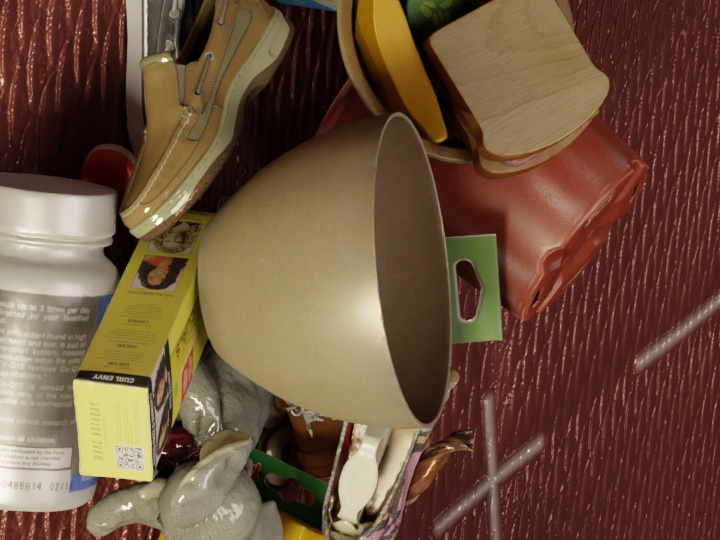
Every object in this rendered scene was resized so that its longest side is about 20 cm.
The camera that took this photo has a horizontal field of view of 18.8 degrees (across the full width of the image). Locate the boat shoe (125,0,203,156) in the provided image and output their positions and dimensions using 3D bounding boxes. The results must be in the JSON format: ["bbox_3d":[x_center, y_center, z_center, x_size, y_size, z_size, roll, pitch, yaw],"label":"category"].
[{"bbox_3d":[-0.116,-0.142,1.501,0.072,0.067,0.202,-22,118,-49],"label":"boat shoe"}]

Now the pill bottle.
[{"bbox_3d":[-0.213,0.043,1.388,0.113,0.113,0.202,-3,104,-53],"label":"pill bottle"}]

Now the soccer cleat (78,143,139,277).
[{"bbox_3d":[-0.142,-0.022,1.512,0.085,0.068,0.201,-60,145,-36],"label":"soccer cleat"}]

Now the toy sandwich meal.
[{"bbox_3d":[0.078,-0.161,1.488,0.203,0.070,0.207,4,81,-23],"label":"toy sandwich meal"}]

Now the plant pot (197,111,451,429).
[{"bbox_3d":[-0.028,0.006,1.397,0.200,0.133,0.202,-6,90,-76],"label":"plant pot"}]

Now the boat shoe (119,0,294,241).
[{"bbox_3d":[-0.117,-0.110,1.413,0.076,0.071,0.201,42,51,-23],"label":"boat shoe"}]

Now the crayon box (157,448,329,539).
[{"bbox_3d":[-0.097,0.232,1.579,0.051,0.126,0.202,27,84,-50],"label":"crayon box"}]

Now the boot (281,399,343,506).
[{"bbox_3d":[-0.038,0.117,1.674,0.200,0.076,0.157,-17,119,-58],"label":"boot"}]

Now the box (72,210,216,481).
[{"bbox_3d":[-0.131,0.043,1.376,0.201,0.050,0.076,-73,166,-57],"label":"box"}]

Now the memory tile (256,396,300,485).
[{"bbox_3d":[-0.082,0.106,1.671,0.200,0.017,0.155,-32,125,-46],"label":"memory tile"}]

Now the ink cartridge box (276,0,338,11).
[{"bbox_3d":[-0.057,-0.249,1.506,0.200,0.115,0.068,32,74,-53],"label":"ink cartridge box"}]

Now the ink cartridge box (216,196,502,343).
[{"bbox_3d":[0.000,0.000,1.554,0.060,0.198,0.104,-89,174,-50],"label":"ink cartridge box"}]

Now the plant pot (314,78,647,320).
[{"bbox_3d":[0.095,-0.081,1.614,0.201,0.195,0.201,-47,167,-15],"label":"plant pot"}]

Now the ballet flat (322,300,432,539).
[{"bbox_3d":[0.016,0.103,1.491,0.071,0.069,0.202,-8,113,-80],"label":"ballet flat"}]

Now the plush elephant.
[{"bbox_3d":[-0.116,0.133,1.462,0.166,0.198,0.156,74,25,-44],"label":"plush elephant"}]

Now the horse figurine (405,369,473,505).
[{"bbox_3d":[0.031,0.124,1.596,0.050,0.200,0.134,20,98,-12],"label":"horse figurine"}]
